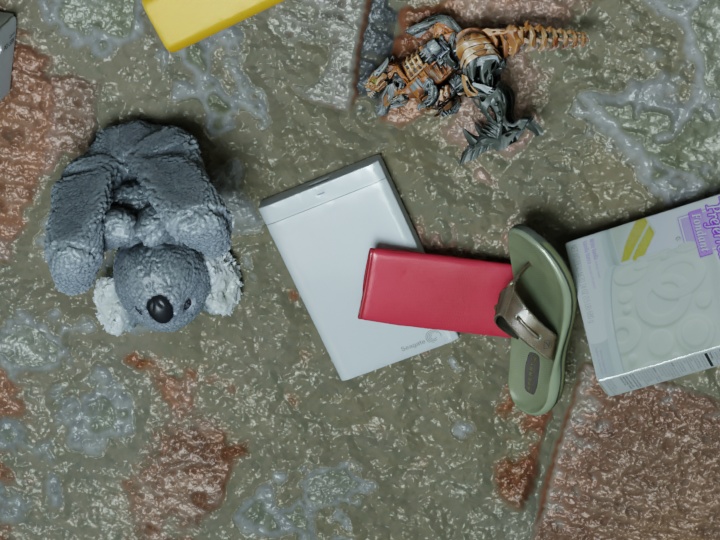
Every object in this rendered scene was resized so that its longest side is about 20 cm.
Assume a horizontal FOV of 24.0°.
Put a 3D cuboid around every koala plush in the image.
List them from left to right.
[{"bbox_3d":[-0.198,-0.021,1.634,0.176,0.185,0.201,-15,132,1],"label":"koala plush"}]

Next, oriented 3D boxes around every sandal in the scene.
[{"bbox_3d":[0.160,0.054,1.608,0.057,0.080,0.203,-20,121,-33],"label":"sandal"}]

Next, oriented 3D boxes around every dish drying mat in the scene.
[{"bbox_3d":[0.100,0.023,1.648,0.198,0.018,0.078,7,114,-9],"label":"dish drying mat"}]

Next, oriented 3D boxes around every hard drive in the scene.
[{"bbox_3d":[0.000,0.000,1.669,0.131,0.027,0.201,-20,110,15],"label":"hard drive"}]

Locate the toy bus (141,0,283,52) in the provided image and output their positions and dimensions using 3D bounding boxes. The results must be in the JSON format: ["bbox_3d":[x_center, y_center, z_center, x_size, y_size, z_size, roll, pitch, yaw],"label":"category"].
[{"bbox_3d":[-0.095,-0.273,1.534,0.198,0.078,0.065,-23,109,16],"label":"toy bus"}]

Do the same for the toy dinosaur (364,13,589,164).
[{"bbox_3d":[0.106,-0.175,1.548,0.199,0.102,0.137,-16,95,37],"label":"toy dinosaur"}]

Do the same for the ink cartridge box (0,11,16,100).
[{"bbox_3d":[-0.437,-0.197,1.575,0.198,0.147,0.084,11,116,4],"label":"ink cartridge box"}]

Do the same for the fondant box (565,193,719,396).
[{"bbox_3d":[0.303,0.018,1.574,0.198,0.146,0.058,-17,155,14],"label":"fondant box"}]
